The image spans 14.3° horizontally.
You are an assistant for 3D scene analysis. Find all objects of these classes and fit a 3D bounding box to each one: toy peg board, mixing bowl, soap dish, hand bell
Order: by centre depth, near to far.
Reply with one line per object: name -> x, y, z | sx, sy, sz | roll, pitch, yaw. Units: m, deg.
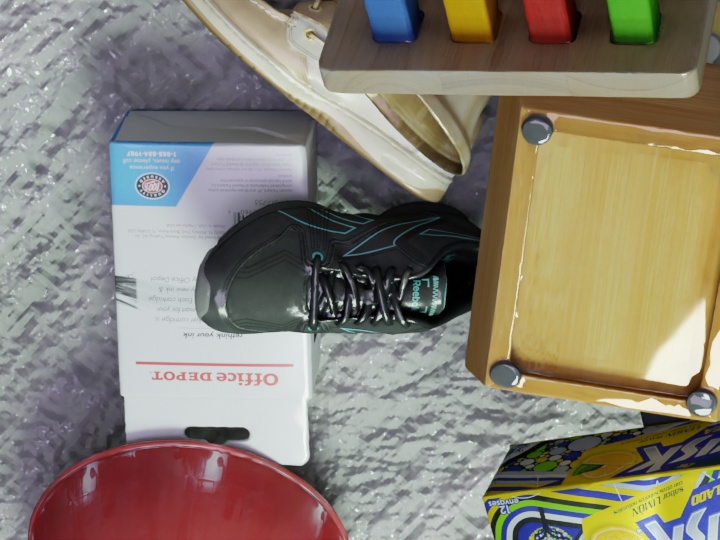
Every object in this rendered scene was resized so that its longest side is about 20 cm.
toy peg board -> 0.088, -0.195, 1.497 | 0.199, 0.200, 0.098 | 2, 138, 16
soap dish -> 0.142, -0.016, 1.530 | 0.157, 0.081, 0.200 | 9, 116, 6
hand bell -> 0.092, -0.157, 1.571 | 0.200, 0.104, 0.104 | -43, 103, -9
mixing bowl -> -0.108, 0.208, 1.709 | 0.200, 0.109, 0.200 | 3, 132, 4

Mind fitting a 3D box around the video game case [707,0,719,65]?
video game case -> 0.195, -0.137, 1.632 | 0.182, 0.023, 0.200 | -2, 111, 6

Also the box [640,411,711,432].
box -> 0.229, 0.070, 1.655 | 0.122, 0.106, 0.200 | -6, 111, 18

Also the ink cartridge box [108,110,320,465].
ink cartridge box -> -0.083, 0.010, 1.687 | 0.116, 0.068, 0.200 | 1, 110, 5

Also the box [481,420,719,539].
box -> 0.175, 0.126, 1.595 | 0.200, 0.070, 0.064 | -10, 110, 22

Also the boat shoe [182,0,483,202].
boat shoe -> -0.017, -0.123, 1.636 | 0.200, 0.074, 0.069 | 38, 93, -10

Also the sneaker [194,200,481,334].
sneaker -> 0.000, 0.000, 1.618 | 0.200, 0.079, 0.076 | -12, 114, -34
